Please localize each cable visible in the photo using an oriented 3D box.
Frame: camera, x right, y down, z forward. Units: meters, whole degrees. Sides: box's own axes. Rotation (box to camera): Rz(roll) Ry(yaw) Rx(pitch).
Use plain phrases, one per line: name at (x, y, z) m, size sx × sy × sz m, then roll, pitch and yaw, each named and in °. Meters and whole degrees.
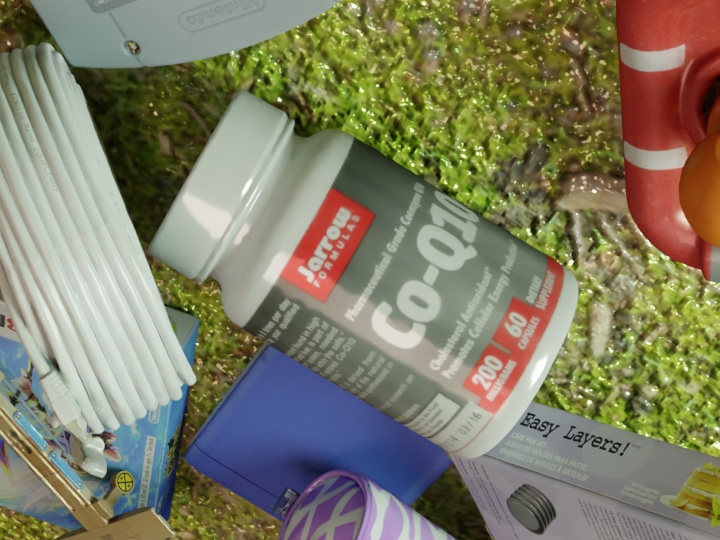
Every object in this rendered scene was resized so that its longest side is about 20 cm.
cable at (-0.147, -0.018, 0.785) m, size 0.069 × 0.200 × 0.201 m, roll -21°, pitch 108°, yaw -6°

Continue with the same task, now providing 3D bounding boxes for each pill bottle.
pill bottle at (0.000, 0.000, 0.792) m, size 0.199 × 0.114 × 0.114 m, roll 31°, pitch 133°, yaw -7°

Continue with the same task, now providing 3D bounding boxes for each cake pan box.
cake pan box at (0.158, 0.165, 0.847) m, size 0.183 × 0.052 × 0.201 m, roll 15°, pitch 144°, yaw 45°

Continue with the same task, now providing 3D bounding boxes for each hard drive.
hard drive at (-0.010, 0.090, 0.932) m, size 0.131 × 0.025 × 0.200 m, roll 32°, pitch 133°, yaw -7°

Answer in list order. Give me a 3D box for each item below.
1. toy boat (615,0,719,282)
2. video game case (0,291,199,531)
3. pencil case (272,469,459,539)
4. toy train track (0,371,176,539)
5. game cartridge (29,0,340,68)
toy boat at (0.169, -0.060, 0.662) m, size 0.129 × 0.131 × 0.201 m, roll 5°, pitch 130°, yaw 20°
video game case at (-0.203, 0.082, 0.988) m, size 0.180 × 0.046 × 0.201 m, roll 19°, pitch 133°, yaw 6°
pencil case at (0.037, 0.198, 0.940) m, size 0.200 × 0.086 × 0.084 m, roll 36°, pitch 169°, yaw -29°
toy train track at (-0.176, 0.127, 0.968) m, size 0.114 × 0.033 × 0.200 m, roll -23°, pitch 113°, yaw 42°
game cartridge at (-0.082, -0.168, 0.736) m, size 0.199 × 0.041 × 0.134 m, roll -12°, pitch 120°, yaw 29°
